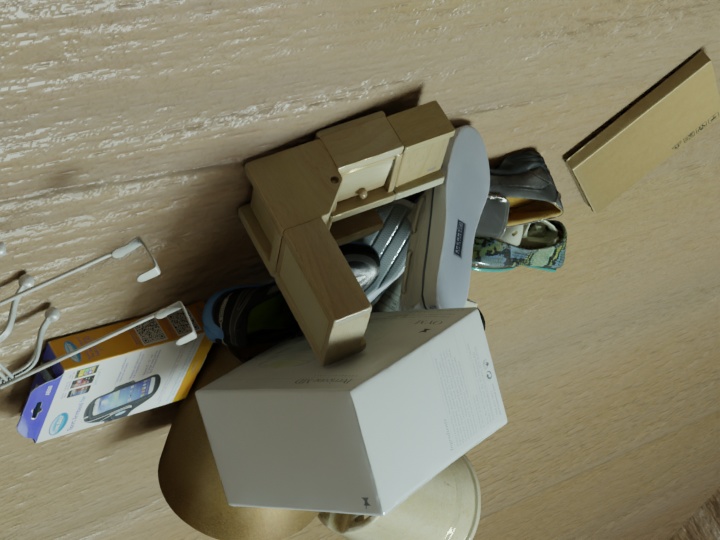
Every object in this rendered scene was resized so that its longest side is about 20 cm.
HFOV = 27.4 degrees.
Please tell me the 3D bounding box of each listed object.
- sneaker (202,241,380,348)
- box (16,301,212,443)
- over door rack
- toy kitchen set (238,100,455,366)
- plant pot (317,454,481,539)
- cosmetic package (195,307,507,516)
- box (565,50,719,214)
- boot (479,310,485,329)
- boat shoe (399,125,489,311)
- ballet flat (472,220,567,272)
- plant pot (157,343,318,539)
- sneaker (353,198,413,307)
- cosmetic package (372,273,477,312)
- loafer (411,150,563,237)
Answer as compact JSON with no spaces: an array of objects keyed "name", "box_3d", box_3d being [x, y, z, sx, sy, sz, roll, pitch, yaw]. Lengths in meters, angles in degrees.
[{"name":"sneaker","box_3d":[-0.057,0.031,1.437,0.198,0.082,0.072,-23,119,-31]},{"name":"box","box_3d":[-0.241,0.100,1.419,0.198,0.042,0.120,-12,147,-38]},{"name":"over door rack","box_3d":[-0.248,0.027,1.222,0.197,0.067,0.148,-14,155,2]},{"name":"toy kitchen set","box_3d":[0.010,-0.017,1.361,0.198,0.181,0.164,-20,153,-21]},{"name":"plant pot","box_3d":[0.034,0.303,1.994,0.200,0.201,0.183,-42,143,14]},{"name":"cosmetic package","box_3d":[-0.008,0.126,1.365,0.198,0.124,0.199,-5,-162,41]},{"name":"box","box_3d":[0.336,-0.158,1.730,0.199,0.021,0.163,-38,156,5]},{"name":"boot","box_3d":[0.053,0.100,1.750,0.212,0.079,0.158,-50,161,5]},{"name":"boat shoe","box_3d":[0.075,-0.049,1.448,0.065,0.202,0.073,-6,149,40]},{"name":"ballet flat","box_3d":[0.176,-0.037,1.705,0.074,0.075,0.199,-48,155,26]},{"name":"plant pot","box_3d":[-0.109,0.149,1.539,0.185,0.186,0.202,-18,138,-34]},{"name":"sneaker","box_3d":[0.000,0.000,1.539,0.200,0.073,0.071,-51,180,25]},{"name":"cosmetic package","box_3d":[0.041,0.108,1.569,0.086,0.103,0.202,17,96,-18]},{"name":"loafer","box_3d":[0.133,-0.068,1.564,0.198,0.073,0.073,-21,153,-28]}]
